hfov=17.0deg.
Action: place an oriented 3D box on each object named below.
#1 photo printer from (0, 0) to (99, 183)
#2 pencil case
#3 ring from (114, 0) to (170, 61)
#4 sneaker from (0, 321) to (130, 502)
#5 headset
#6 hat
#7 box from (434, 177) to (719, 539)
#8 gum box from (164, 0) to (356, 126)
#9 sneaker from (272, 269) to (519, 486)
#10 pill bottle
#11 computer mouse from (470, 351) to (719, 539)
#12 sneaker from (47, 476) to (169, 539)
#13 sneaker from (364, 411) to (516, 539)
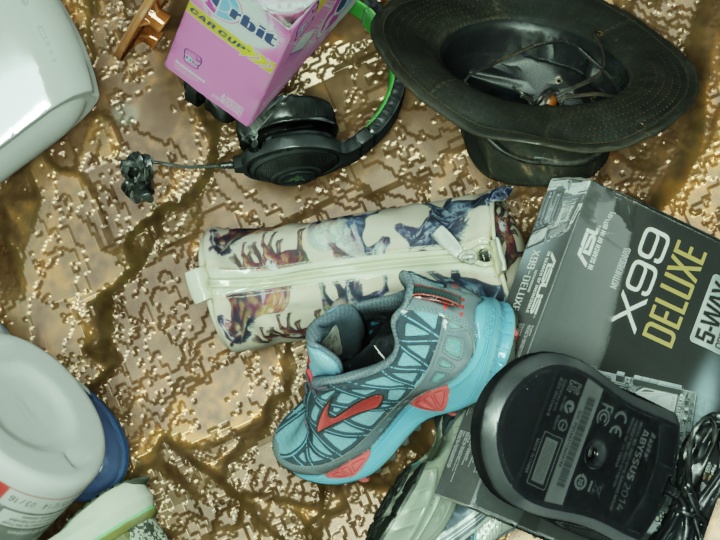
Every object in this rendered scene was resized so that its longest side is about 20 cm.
[{"bbox_3d":[-0.275,-0.119,1.517,0.200,0.069,0.167,-36,78,1],"label":"photo printer"},{"bbox_3d":[0.000,0.000,1.448,0.199,0.089,0.078,-8,75,11],"label":"pencil case"},{"bbox_3d":[-0.084,-0.205,1.445,0.019,0.200,0.201,36,87,-5],"label":"ring"},{"bbox_3d":[-0.228,0.069,1.473,0.200,0.088,0.075,39,86,10],"label":"sneaker"},{"bbox_3d":[-0.063,-0.105,1.476,0.200,0.094,0.124,-36,78,-11],"label":"headset"},{"bbox_3d":[0.101,-0.102,1.455,0.199,0.081,0.201,4,37,-3],"label":"hat"},{"bbox_3d":[0.150,0.066,1.405,0.157,0.050,0.201,24,84,-25],"label":"box"},{"bbox_3d":[-0.025,-0.195,1.437,0.066,0.114,0.200,36,60,3],"label":"gum box"},{"bbox_3d":[0.000,0.054,1.406,0.095,0.200,0.080,28,46,-26],"label":"sneaker"},{"bbox_3d":[-0.250,0.138,1.417,0.114,0.114,0.200,51,119,11],"label":"pill bottle"},{"bbox_3d":[0.124,0.110,1.345,0.053,0.200,0.139,13,75,52],"label":"computer mouse"},{"bbox_3d":[-0.170,0.204,1.414,0.089,0.077,0.200,46,53,5],"label":"sneaker"},{"bbox_3d":[0.083,0.110,1.445,0.086,0.078,0.201,33,87,-9],"label":"sneaker"}]
